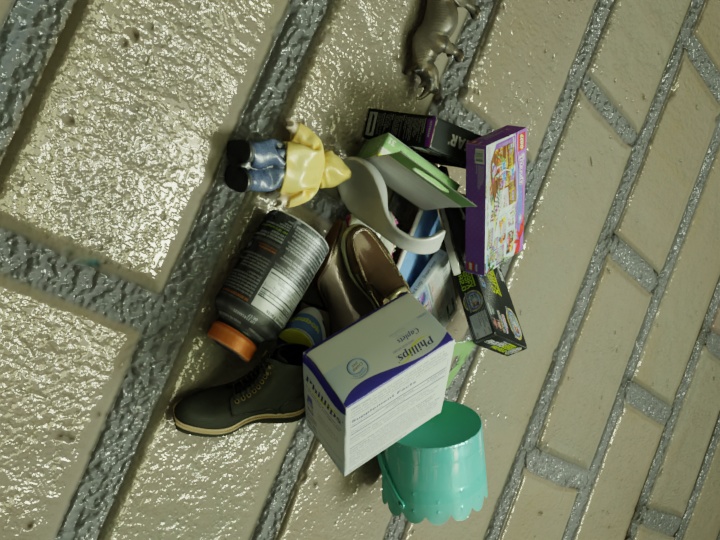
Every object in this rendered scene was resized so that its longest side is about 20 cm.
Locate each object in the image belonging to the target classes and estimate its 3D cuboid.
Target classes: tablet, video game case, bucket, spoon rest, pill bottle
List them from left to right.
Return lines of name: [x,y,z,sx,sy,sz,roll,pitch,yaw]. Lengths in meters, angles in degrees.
pill bottle: [-0.135,0.025,1.213,0.106,0.105,0.202,43,72,-42]
spoon rest: [0.033,-0.093,1.283,0.060,0.199,0.100,-33,152,-38]
tablet: [0.090,-0.023,1.433,0.131,0.013,0.203,65,45,-60]
video game case: [0.103,0.087,1.474,0.183,0.023,0.201,-53,153,-19]
bucket: [0.125,0.324,1.492,0.205,0.205,0.138,-18,112,-39]

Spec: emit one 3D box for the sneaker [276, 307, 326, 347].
sneaker: [-0.084,0.141,1.297,0.083,0.072,0.203,-66,170,-47]

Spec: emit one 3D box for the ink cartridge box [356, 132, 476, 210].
ink cartridge box: [0.086,-0.147,1.285,0.144,0.199,0.049,33,80,-17]

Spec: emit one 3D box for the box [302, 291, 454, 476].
box: [0.022,0.159,1.201,0.182,0.105,0.202,-29,148,-23]

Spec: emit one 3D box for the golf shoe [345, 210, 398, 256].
golf shoe: [0.000,0.000,1.376,0.090,0.075,0.204,7,103,-17]

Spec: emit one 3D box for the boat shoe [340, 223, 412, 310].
boat shoe: [0.042,0.022,1.275,0.074,0.074,0.205,-38,113,-22]

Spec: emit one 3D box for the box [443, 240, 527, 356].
box: [0.216,0.039,1.502,0.159,0.044,0.204,24,47,-57]

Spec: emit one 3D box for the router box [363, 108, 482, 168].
router box: [0.124,-0.203,1.369,0.198,0.148,0.052,11,95,-45]

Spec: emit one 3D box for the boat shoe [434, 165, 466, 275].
boat shoe: [0.161,-0.090,1.430,0.074,0.059,0.203,64,15,-58]

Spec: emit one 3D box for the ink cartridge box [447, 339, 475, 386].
ink cartridge box: [0.102,0.186,1.450,0.196,0.048,0.147,-3,139,-30]

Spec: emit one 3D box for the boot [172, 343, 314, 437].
boot: [-0.158,0.155,1.189,0.196,0.078,0.140,-9,142,-23]

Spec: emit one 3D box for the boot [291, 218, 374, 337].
boot: [-0.012,0.039,1.325,0.144,0.070,0.203,22,106,-15]

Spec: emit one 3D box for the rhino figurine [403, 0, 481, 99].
rhino figurine: [0.124,-0.369,1.382,0.086,0.059,0.204,22,88,-31]

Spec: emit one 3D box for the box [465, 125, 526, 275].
box: [0.209,-0.110,1.332,0.136,0.039,0.204,-28,122,-49]

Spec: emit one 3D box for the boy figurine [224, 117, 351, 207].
boy figurine: [-0.095,-0.153,1.231,0.197,0.064,0.127,-7,107,-44]
